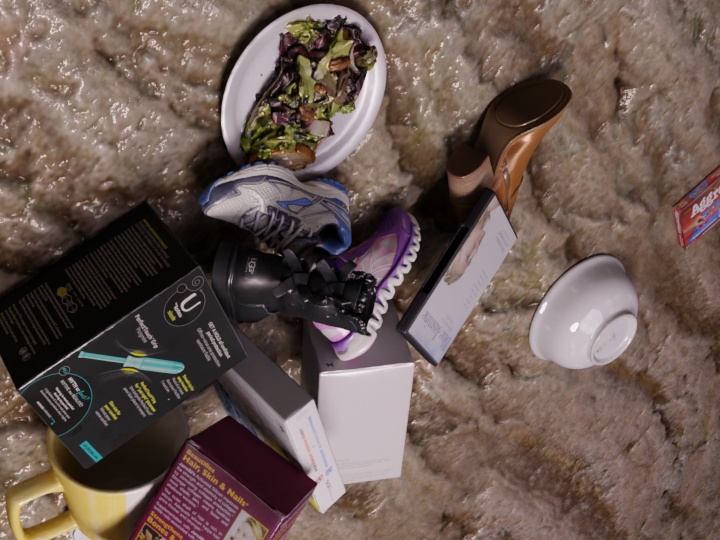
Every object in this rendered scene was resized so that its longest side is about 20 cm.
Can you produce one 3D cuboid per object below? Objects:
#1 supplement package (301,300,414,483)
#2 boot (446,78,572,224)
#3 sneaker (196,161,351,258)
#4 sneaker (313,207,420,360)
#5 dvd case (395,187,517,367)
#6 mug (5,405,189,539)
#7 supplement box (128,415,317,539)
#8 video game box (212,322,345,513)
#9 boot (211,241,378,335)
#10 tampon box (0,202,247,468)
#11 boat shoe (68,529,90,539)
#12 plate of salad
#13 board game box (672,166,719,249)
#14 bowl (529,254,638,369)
[{"bbox_3d":[-0.009,0.156,1.235,0.118,0.122,0.202,-5,129,-11],"label":"supplement package"},{"bbox_3d":[0.192,-0.131,1.231,0.200,0.076,0.156,-47,148,-14],"label":"boot"},{"bbox_3d":[-0.079,-0.056,1.029,0.198,0.086,0.077,3,152,-44],"label":"sneaker"},{"bbox_3d":[0.000,0.000,1.141,0.088,0.080,0.202,36,62,-18],"label":"sneaker"},{"bbox_3d":[0.122,0.012,1.199,0.201,0.017,0.143,-57,152,-7],"label":"dvd case"},{"bbox_3d":[-0.285,0.226,1.091,0.184,0.151,0.154,3,135,-9],"label":"mug"},{"bbox_3d":[-0.158,0.278,1.037,0.201,0.130,0.103,-57,169,16],"label":"supplement box"},{"bbox_3d":[-0.107,0.157,1.115,0.047,0.200,0.183,-34,139,-22],"label":"video game box"},{"bbox_3d":[-0.064,0.027,1.033,0.198,0.160,0.074,87,15,-76],"label":"boot"},{"bbox_3d":[-0.243,0.064,0.983,0.199,0.126,0.151,-34,139,-13],"label":"tampon box"},{"bbox_3d":[-0.268,0.325,1.221,0.199,0.065,0.074,13,114,-45],"label":"boat shoe"},{"bbox_3d":[-0.050,-0.173,1.011,0.198,0.048,0.202,-22,134,-24],"label":"plate of salad"},{"bbox_3d":[0.593,-0.130,1.605,0.199,0.019,0.103,-40,138,-6],"label":"board game box"},{"bbox_3d":[0.368,0.083,1.537,0.199,0.090,0.203,-22,133,-25],"label":"bowl"}]
